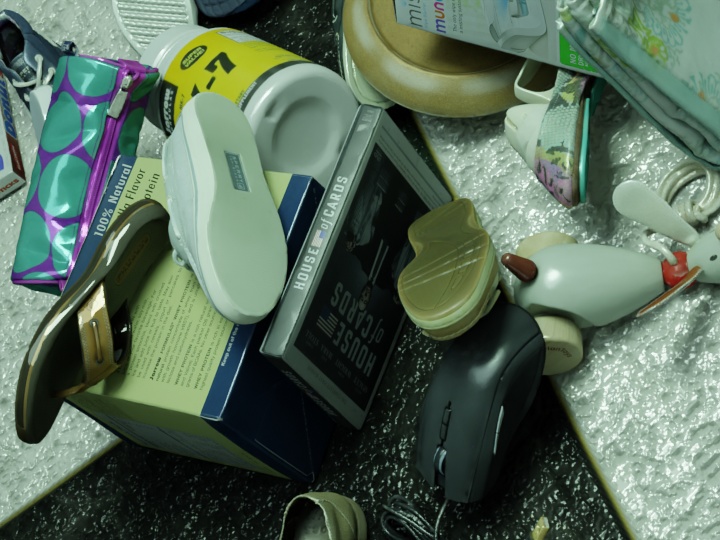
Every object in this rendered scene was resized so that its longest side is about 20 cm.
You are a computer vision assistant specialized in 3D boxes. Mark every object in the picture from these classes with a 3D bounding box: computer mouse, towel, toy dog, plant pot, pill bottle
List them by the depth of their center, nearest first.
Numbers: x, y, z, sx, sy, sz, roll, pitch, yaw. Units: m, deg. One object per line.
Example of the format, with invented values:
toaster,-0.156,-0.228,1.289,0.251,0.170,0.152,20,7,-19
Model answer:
computer mouse,0.084,0.130,1.380,0.140,0.046,0.201,38,110,40
toy dog,0.178,-0.008,1.402,0.199,0.096,0.132,-35,50,12
towel,0.223,-0.191,1.404,0.048,0.200,0.173,-7,55,45
plant pot,0.082,-0.213,1.582,0.198,0.028,0.202,-4,62,7
pill bottle,-0.098,-0.134,1.639,0.115,0.114,0.199,-55,39,-6

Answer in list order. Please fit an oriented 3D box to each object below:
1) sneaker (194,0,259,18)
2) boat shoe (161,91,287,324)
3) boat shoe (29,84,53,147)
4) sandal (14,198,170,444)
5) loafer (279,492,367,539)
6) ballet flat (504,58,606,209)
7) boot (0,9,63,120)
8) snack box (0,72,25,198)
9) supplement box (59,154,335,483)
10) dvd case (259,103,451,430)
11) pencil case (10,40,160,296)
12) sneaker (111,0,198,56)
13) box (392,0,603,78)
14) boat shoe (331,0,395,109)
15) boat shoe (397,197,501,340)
sneaker,-0.070,-0.284,1.749,0.199,0.082,0.075,-32,77,36
boat shoe,-0.105,-0.035,1.456,0.072,0.070,0.202,-46,43,38
boat shoe,-0.227,-0.068,1.711,0.066,0.070,0.202,-14,75,-21
sandal,-0.189,0.042,1.467,0.054,0.082,0.201,29,75,18
loafer,-0.040,0.248,1.420,0.075,0.067,0.202,-15,57,26
ballet flat,0.146,-0.121,1.478,0.070,0.070,0.201,9,47,9
boot,-0.277,-0.150,1.790,0.073,0.090,0.200,-42,49,6
snack box,-0.364,-0.143,1.887,0.072,0.024,0.201,-30,51,14
supplement box,-0.114,0.035,1.547,0.198,0.134,0.202,8,69,36
dvd case,0.000,0.000,1.481,0.025,0.150,0.202,12,72,29
pencil case,-0.223,-0.077,1.618,0.092,0.084,0.202,1,79,62
sneaker,-0.197,-0.269,1.828,0.075,0.105,0.201,-32,80,8
box,0.141,-0.258,1.506,0.175,0.097,0.201,18,52,22
boat shoe,0.008,-0.212,1.656,0.066,0.074,0.201,-36,48,55
boat shoe,0.069,0.009,1.422,0.073,0.064,0.201,-25,17,7
